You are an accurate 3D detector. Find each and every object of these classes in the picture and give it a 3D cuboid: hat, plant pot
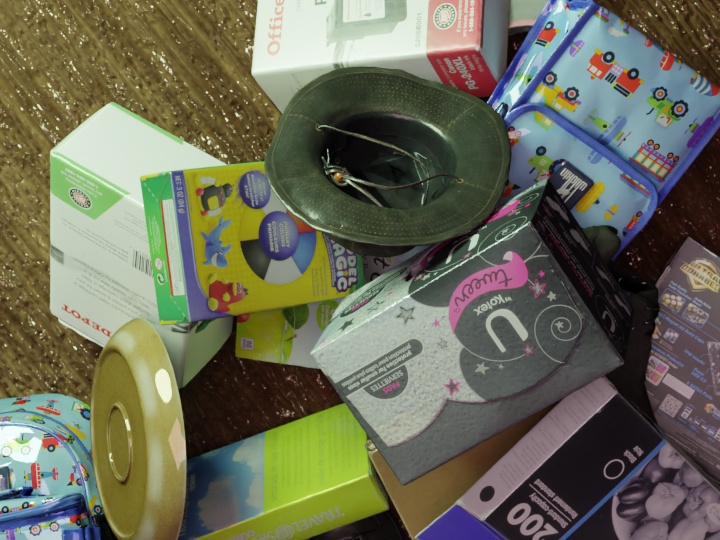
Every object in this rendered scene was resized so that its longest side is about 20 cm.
[{"bbox_3d":[0.020,-0.065,1.365,0.200,0.201,0.081,14,136,9],"label":"hat"},{"bbox_3d":[-0.186,0.139,1.449,0.027,0.200,0.200,-4,91,-24],"label":"plant pot"}]

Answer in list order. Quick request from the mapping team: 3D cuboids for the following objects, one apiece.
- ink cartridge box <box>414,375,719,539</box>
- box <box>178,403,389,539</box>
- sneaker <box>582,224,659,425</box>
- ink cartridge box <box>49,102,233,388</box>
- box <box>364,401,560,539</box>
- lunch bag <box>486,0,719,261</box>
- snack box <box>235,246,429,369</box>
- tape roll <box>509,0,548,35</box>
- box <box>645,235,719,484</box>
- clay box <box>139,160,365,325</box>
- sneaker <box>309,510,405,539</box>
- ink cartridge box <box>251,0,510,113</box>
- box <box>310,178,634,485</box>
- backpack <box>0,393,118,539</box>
[{"bbox_3d":[0.178,0.205,1.423,0.200,0.043,0.198,-43,123,7],"label":"ink cartridge box"},{"bbox_3d":[-0.077,0.185,1.511,0.200,0.122,0.048,-21,118,10],"label":"box"},{"bbox_3d":[0.203,0.053,1.417,0.091,0.076,0.200,-24,115,8],"label":"sneaker"},{"bbox_3d":[-0.178,-0.017,1.482,0.146,0.200,0.084,30,51,15],"label":"ink cartridge box"},{"bbox_3d":[0.117,0.189,1.476,0.163,0.021,0.200,-26,114,1],"label":"box"},{"bbox_3d":[0.172,-0.099,1.420,0.151,0.094,0.200,31,99,-19],"label":"lunch bag"},{"bbox_3d":[0.000,0.000,1.498,0.200,0.068,0.169,6,99,19],"label":"snack box"},{"bbox_3d":[0.143,-0.135,1.506,0.200,0.048,0.201,0,92,10],"label":"tape roll"},{"bbox_3d":[0.311,0.090,1.483,0.200,0.046,0.159,33,97,8],"label":"box"},{"bbox_3d":[-0.070,-0.028,1.382,0.048,0.200,0.115,-5,94,51],"label":"clay box"},{"bbox_3d":[0.013,0.265,1.519,0.073,0.082,0.200,-35,85,10],"label":"sneaker"},{"bbox_3d":[0.017,-0.215,1.469,0.200,0.083,0.145,-4,68,20],"label":"ink cartridge box"},{"bbox_3d":[0.084,0.045,1.330,0.200,0.115,0.132,-31,101,20],"label":"box"},{"bbox_3d":[-0.294,0.210,1.544,0.182,0.135,0.200,-7,88,9],"label":"backpack"}]
